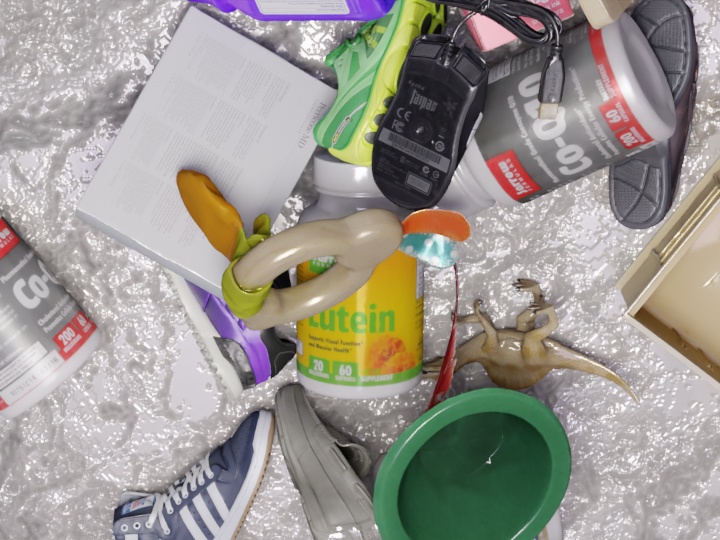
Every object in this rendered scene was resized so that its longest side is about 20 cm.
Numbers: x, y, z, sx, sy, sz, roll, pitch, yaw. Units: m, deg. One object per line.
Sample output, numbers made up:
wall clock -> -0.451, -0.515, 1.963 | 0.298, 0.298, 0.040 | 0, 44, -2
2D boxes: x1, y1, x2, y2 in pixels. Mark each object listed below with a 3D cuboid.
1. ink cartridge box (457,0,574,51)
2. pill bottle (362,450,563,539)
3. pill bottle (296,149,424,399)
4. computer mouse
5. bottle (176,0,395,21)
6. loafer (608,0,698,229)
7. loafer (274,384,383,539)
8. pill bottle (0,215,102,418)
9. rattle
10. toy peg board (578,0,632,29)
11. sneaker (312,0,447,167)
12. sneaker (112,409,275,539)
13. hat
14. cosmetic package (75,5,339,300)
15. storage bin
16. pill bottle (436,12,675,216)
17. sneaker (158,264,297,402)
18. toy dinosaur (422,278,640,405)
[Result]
ink cartridge box -> 0.092, -0.289, 1.400 | 0.082, 0.147, 0.201 | -21, 103, 5
pill bottle -> 0.073, 0.208, 1.546 | 0.199, 0.111, 0.112 | -11, 104, 3
pill bottle -> 0.000, 0.000, 1.493 | 0.110, 0.111, 0.201 | 1, 104, 0
computer mouse -> 0.090, -0.133, 1.357 | 0.140, 0.046, 0.201 | 22, 115, 20
bottle -> -0.065, -0.245, 1.425 | 0.199, 0.084, 0.065 | 4, 144, 25
loafer -> 0.252, -0.137, 1.492 | 0.072, 0.063, 0.201 | 11, 101, 29
loafer -> -0.026, 0.170, 1.504 | 0.069, 0.200, 0.070 | -18, 134, -6
pill bottle -> -0.327, 0.018, 1.500 | 0.114, 0.114, 0.200 | -37, 101, 9
rattle -> -0.028, -0.044, 1.406 | 0.199, 0.143, 0.130 | -27, 138, 3
toy peg board -> 0.202, -0.323, 1.352 | 0.098, 0.199, 0.200 | -23, 104, 32
sneaker -> 0.013, -0.184, 1.439 | 0.083, 0.074, 0.201 | 13, 71, 26
sneaker -> -0.156, 0.201, 1.568 | 0.108, 0.070, 0.201 | 23, 106, -7
hat -> 0.079, 0.134, 1.494 | 0.200, 0.176, 0.166 | -44, 118, 5
cosmetic package -> -0.127, -0.097, 1.464 | 0.150, 0.052, 0.201 | 30, 79, -5
storage bin -> 0.359, 0.011, 1.502 | 0.200, 0.094, 0.199 | 37, 102, -8
pill bottle -> 0.147, -0.123, 1.432 | 0.199, 0.114, 0.114 | -25, 103, 24
sneaker -> -0.116, 0.005, 1.524 | 0.099, 0.070, 0.201 | -26, 98, -8
toy dinosaur -> 0.151, 0.065, 1.547 | 0.199, 0.058, 0.102 | 3, 119, 8
